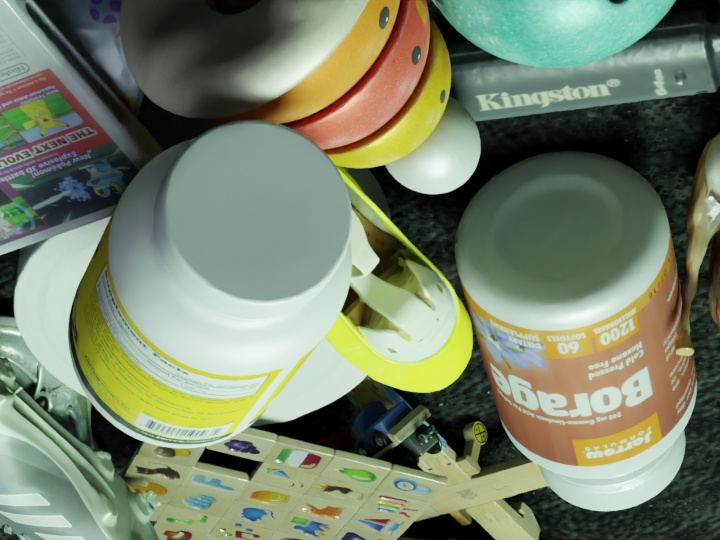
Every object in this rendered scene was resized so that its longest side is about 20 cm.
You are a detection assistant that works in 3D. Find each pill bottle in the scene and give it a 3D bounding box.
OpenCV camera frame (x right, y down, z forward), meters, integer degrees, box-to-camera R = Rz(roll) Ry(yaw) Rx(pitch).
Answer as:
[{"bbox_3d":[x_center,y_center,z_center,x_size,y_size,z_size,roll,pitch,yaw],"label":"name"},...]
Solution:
[{"bbox_3d":[0.121,0.039,1.514,0.112,0.113,0.200,-6,141,11],"label":"pill bottle"},{"bbox_3d":[-0.067,0.005,1.308,0.112,0.113,0.200,12,159,-11],"label":"pill bottle"}]

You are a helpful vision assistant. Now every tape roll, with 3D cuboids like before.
[{"bbox_3d":[-0.083,-0.001,1.512,0.201,0.071,0.203,2,142,2],"label":"tape roll"}]

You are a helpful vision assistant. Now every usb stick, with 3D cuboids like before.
[{"bbox_3d":[0.084,-0.099,1.407,0.199,0.033,0.056,-7,140,11],"label":"usb stick"}]

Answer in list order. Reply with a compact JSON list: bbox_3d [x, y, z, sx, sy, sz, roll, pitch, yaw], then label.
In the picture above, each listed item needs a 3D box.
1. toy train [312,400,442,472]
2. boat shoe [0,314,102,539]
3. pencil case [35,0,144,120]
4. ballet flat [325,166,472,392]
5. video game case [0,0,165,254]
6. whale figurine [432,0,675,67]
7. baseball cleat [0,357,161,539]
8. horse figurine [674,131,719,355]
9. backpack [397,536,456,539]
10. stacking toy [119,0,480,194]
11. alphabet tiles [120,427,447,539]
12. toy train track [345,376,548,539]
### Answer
[{"bbox_3d":[-0.012,0.116,1.653,0.046,0.034,0.200,53,145,-1],"label":"toy train"},{"bbox_3d":[-0.192,0.102,1.651,0.074,0.065,0.203,-3,139,7],"label":"boat shoe"},{"bbox_3d":[-0.193,-0.123,1.355,0.199,0.084,0.091,12,160,-10],"label":"pencil case"},{"bbox_3d":[0.000,0.000,1.409,0.200,0.067,0.067,48,169,-30],"label":"ballet flat"},{"bbox_3d":[-0.216,-0.067,1.342,0.199,0.023,0.182,-18,136,22],"label":"video game case"},{"bbox_3d":[0.089,-0.178,1.238,0.158,0.104,0.201,-19,132,-16],"label":"whale figurine"},{"bbox_3d":[-0.195,0.123,1.592,0.106,0.070,0.200,-34,110,16],"label":"baseball cleat"},{"bbox_3d":[0.196,-0.037,1.424,0.050,0.133,0.200,12,153,-1],"label":"horse figurine"},{"bbox_3d":[0.031,0.251,1.729,0.190,0.201,0.154,-1,143,48],"label":"backpack"},{"bbox_3d":[-0.005,-0.099,1.338,0.146,0.147,0.200,-21,144,27],"label":"stacking toy"},{"bbox_3d":[-0.056,0.134,1.642,0.166,0.008,0.200,14,154,-11],"label":"alphabet tiles"},{"bbox_3d":[0.041,0.095,1.660,0.114,0.033,0.200,-18,132,35],"label":"toy train track"}]
